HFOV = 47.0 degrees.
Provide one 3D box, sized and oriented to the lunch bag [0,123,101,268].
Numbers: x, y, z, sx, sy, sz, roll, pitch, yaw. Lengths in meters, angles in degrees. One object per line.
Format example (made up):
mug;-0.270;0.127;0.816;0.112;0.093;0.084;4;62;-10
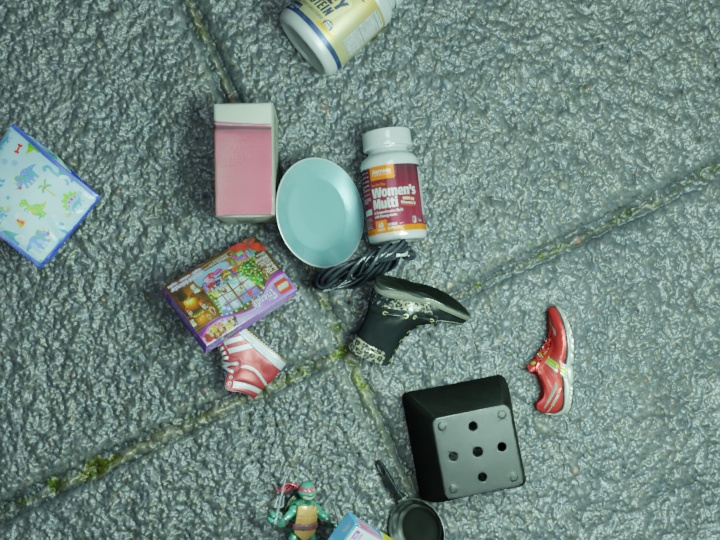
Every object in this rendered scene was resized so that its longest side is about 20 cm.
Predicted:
lunch bag;-0.587;-0.129;1.486;0.199;0.127;0.171;39;86;11

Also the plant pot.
plant pot;0.193;0.305;1.456;0.197;0.177;0.202;-10;88;-3

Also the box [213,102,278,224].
box;-0.204;-0.190;1.497;0.107;0.128;0.203;-2;87;-2

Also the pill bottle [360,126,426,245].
pill bottle;0.058;-0.152;1.511;0.108;0.110;0.203;-7;87;-2

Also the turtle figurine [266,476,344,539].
turtle figurine;-0.097;0.455;1.477;0.148;0.101;0.203;3;97;-10

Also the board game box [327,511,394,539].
board game box;0.011;0.516;1.385;0.200;0.040;0.154;39;88;-26

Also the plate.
plate;-0.077;-0.104;1.507;0.198;0.025;0.203;5;82;-38

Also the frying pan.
frying pan;0.077;0.449;1.514;0.190;0.031;0.116;38;107;27

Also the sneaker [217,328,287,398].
sneaker;-0.243;0.148;1.506;0.199;0.071;0.113;39;83;-1

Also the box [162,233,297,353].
box;-0.232;0.038;1.476;0.199;0.039;0.137;-33;74;-27

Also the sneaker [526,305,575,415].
sneaker;0.347;0.165;1.520;0.084;0.077;0.203;0;86;4

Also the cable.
cable;0.000;0.000;1.469;0.198;0.163;0.051;-21;88;16

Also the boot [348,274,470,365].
boot;0.087;0.103;1.520;0.202;0.074;0.155;17;110;-25

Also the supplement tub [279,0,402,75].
supplement tub;-0.033;-0.473;1.510;0.200;0.144;0.145;-43;89;-3
